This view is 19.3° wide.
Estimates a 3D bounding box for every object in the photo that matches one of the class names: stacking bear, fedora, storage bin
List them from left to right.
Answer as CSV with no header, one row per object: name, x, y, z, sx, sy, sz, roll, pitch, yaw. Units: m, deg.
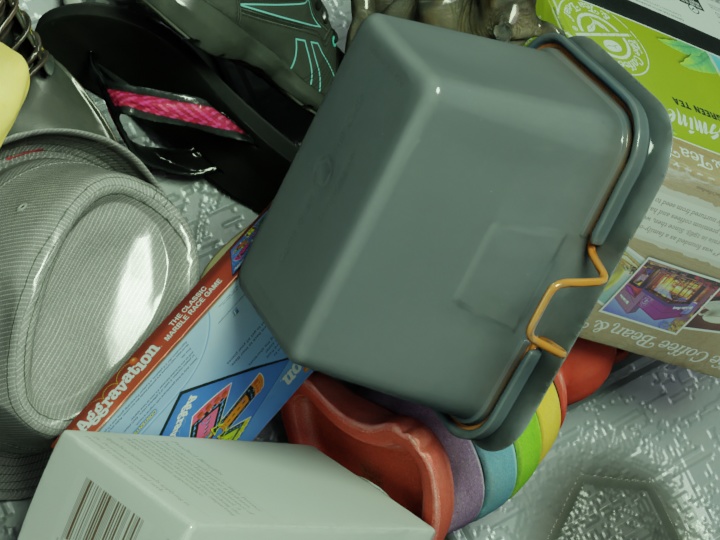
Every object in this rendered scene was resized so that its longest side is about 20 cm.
fedora,-0.153,0.023,1.090,0.177,0.090,0.201,46,67,-27
storage bin,0.039,-0.021,1.031,0.133,0.201,0.146,13,25,-34
stacking bear,0.068,0.071,1.202,0.199,0.121,0.115,-34,131,-34

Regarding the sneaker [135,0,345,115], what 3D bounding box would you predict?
sneaker,-0.043,-0.142,1.183,0.080,0.075,0.200,-57,148,3

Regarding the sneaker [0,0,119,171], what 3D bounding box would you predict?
sneaker,-0.196,-0.110,1.130,0.200,0.106,0.075,42,62,-10

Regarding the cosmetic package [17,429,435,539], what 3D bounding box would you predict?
cosmetic package,-0.064,0.135,1.060,0.199,0.101,0.075,13,105,-52

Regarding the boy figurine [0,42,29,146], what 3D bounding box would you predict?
boy figurine,-0.267,-0.096,1.079,0.198,0.124,0.065,9,71,-1

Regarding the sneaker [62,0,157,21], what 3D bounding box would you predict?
sneaker,-0.089,-0.221,1.209,0.075,0.115,0.201,34,63,-9

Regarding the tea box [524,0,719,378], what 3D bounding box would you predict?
tea box,0.151,-0.066,1.209,0.199,0.134,0.198,16,39,-33

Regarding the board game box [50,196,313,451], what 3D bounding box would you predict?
board game box,-0.068,0.047,1.095,0.200,0.019,0.103,-48,141,-17

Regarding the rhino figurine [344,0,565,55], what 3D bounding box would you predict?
rhino figurine,0.052,-0.138,1.144,0.059,0.199,0.088,0,84,-32

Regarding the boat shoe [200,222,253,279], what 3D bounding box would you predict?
boat shoe,0.000,0.000,1.198,0.199,0.072,0.065,-17,45,-32

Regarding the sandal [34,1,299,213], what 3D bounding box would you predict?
sandal,-0.098,-0.079,1.186,0.199,0.075,0.045,37,55,-15
